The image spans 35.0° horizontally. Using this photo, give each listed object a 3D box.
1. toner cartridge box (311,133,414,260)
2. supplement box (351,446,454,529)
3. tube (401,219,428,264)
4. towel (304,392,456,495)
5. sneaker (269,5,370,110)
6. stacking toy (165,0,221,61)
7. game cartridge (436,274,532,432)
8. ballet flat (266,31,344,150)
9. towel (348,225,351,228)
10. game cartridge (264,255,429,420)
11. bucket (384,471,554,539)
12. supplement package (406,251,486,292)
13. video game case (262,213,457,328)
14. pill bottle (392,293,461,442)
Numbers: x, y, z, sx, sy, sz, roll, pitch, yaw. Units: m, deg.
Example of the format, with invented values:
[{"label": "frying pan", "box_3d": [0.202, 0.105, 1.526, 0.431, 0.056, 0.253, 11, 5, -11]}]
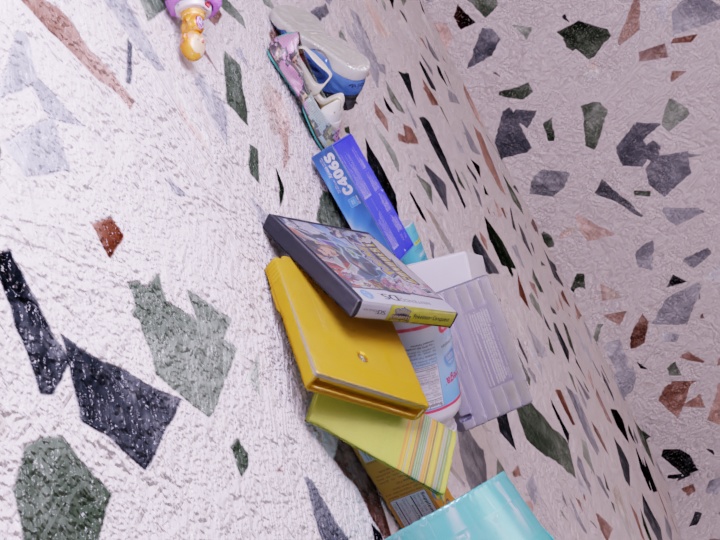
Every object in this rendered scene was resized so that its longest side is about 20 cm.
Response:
[{"label": "toner cartridge box", "box_3d": [0.005, -0.103, 1.730, 0.201, 0.043, 0.095, 60, 25, -6]}, {"label": "supplement box", "box_3d": [0.053, 0.248, 1.416, 0.201, 0.068, 0.067, 62, 18, -19]}, {"label": "tube", "box_3d": [0.104, 0.013, 1.944, 0.201, 0.050, 0.078, 65, 28, -17]}, {"label": "towel", "box_3d": [0.027, 0.184, 1.334, 0.199, 0.018, 0.087, 32, 52, -21]}, {"label": "sneaker", "box_3d": [-0.078, -0.331, 1.825, 0.199, 0.112, 0.077, 37, 42, 17]}, {"label": "stacking toy", "box_3d": [-0.210, -0.350, 1.410, 0.116, 0.109, 0.202, 37, 43, -62]}, {"label": "game cartridge", "box_3d": [0.165, 0.119, 1.665, 0.129, 0.038, 0.202, -18, 87, -29]}, {"label": "ballet flat", "box_3d": [-0.069, -0.275, 1.755, 0.201, 0.071, 0.069, 60, 18, -18]}, {"label": "towel", "box_3d": [0.020, 0.016, 1.716, 0.144, 0.023, 0.201, 55, 18, -26]}, {"label": "game cartridge", "box_3d": [-0.020, 0.077, 1.347, 0.175, 0.032, 0.201, 21, 30, -37]}, {"label": "bucket", "box_3d": [0.116, 0.324, 1.258, 0.136, 0.206, 0.207, 61, 15, 12]}, {"label": "supplement package", "box_3d": [0.142, 0.083, 1.769, 0.121, 0.119, 0.202, 8, 70, -70]}, {"label": "video game case", "box_3d": [0.000, 0.000, 1.410, 0.180, 0.026, 0.200, 9, 27, -45]}, {"label": "pill bottle", "box_3d": [0.074, 0.137, 1.508, 0.109, 0.108, 0.202, -65, 146, -69]}]
